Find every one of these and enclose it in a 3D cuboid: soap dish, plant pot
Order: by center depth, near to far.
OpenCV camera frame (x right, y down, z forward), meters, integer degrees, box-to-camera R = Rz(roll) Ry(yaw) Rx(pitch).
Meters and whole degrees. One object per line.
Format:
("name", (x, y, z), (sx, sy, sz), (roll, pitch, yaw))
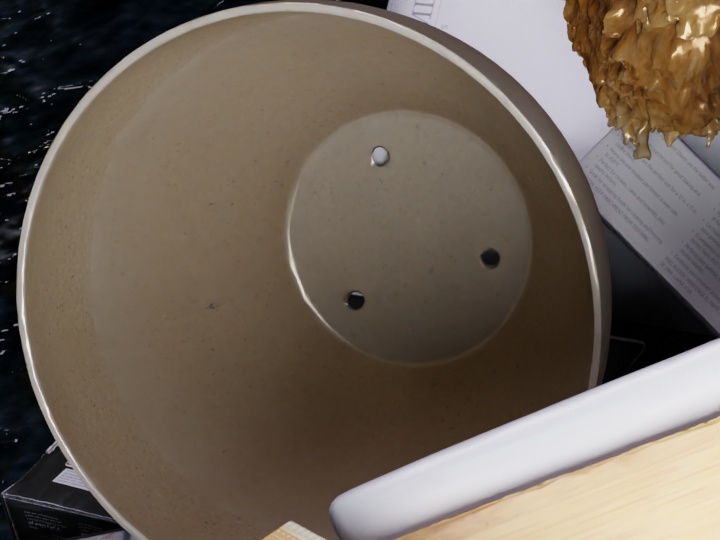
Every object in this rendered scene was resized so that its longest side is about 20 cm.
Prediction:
("soap dish", (0.098, 0.080, 0.813), (0.199, 0.157, 0.082), (-21, 71, 6))
("plant pot", (0.000, 0.000, 0.992), (0.199, 0.202, 0.134), (-2, 11, 18))

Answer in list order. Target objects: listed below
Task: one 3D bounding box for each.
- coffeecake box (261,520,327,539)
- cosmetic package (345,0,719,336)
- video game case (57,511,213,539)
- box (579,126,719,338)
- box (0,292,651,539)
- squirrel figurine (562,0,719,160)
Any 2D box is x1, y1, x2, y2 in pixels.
("coffeecake box", (0.030, 0.182, 0.721), (0.073, 0.201, 0.153), (-36, 37, -26))
("cosmetic package", (0.118, -0.090, 1.117), (0.199, 0.123, 0.201), (8, 69, 16))
("video game case", (-0.141, 0.170, 0.953), (0.199, 0.026, 0.181), (-11, 41, 6))
("box", (0.153, 0.026, 0.988), (0.041, 0.039, 0.200), (-45, 75, 2))
("box", (-0.009, 0.073, 1.083), (0.199, 0.050, 0.160), (9, 39, 33))
("squirrel figurine", (0.123, -0.142, 0.971), (0.186, 0.142, 0.201), (1, 53, 46))
